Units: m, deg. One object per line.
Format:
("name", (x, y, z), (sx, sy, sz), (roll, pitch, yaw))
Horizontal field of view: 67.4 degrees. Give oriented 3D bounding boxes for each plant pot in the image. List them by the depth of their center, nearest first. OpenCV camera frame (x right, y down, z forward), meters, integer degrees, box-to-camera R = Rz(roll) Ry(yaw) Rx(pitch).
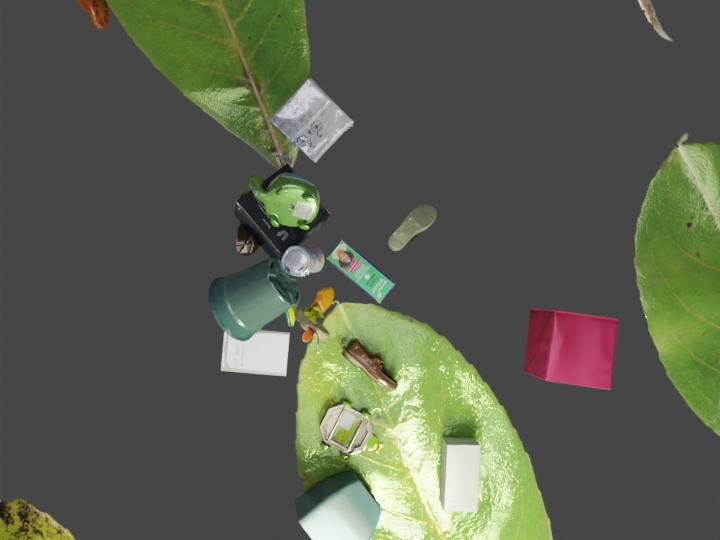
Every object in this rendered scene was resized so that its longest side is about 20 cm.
("plant pot", (-0.290, 0.070, 1.533), (0.195, 0.200, 0.202), (-26, 90, 20))
("plant pot", (-0.053, 0.705, 1.577), (0.199, 0.196, 0.196), (-39, 91, -12))

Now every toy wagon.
("toy wagon", (-0.024, 0.497, 1.649), (0.199, 0.040, 0.156), (28, 89, -3))

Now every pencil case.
("pencil case", (-0.162, -0.030, 1.570), (0.090, 0.200, 0.084), (35, 97, 4))

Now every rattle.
("rattle", (-0.114, 0.135, 1.568), (0.142, 0.200, 0.131), (-34, 91, -2))

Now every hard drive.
("hard drive", (-0.319, 0.246, 1.646), (0.197, 0.027, 0.134), (5, 89, -2))

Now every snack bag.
("snack bag", (-0.149, -0.458, 1.663), (0.200, 0.021, 0.189), (44, 87, -1))

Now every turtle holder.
("turtle holder", (-0.204, -0.198, 1.475), (0.183, 0.133, 0.142), (-7, 132, 1))

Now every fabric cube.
("fabric cube", (0.615, 0.225, 1.600), (0.194, 0.200, 0.202), (7, 87, -2))

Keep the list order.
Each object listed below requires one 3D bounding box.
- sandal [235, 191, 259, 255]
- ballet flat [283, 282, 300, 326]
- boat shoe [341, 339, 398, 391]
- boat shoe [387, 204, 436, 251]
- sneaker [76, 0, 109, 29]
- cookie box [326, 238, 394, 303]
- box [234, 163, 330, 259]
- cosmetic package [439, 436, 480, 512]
("sandal", (-0.338, -0.139, 1.639), (0.079, 0.054, 0.203), (2, 74, -15))
("ballet flat", (-0.220, 0.066, 1.636), (0.066, 0.067, 0.202), (-20, 89, -16))
("boat shoe", (0.039, 0.288, 1.637), (0.199, 0.072, 0.068), (38, 90, 1))
("boat shoe", (0.154, -0.129, 1.654), (0.200, 0.062, 0.075), (-43, 86, -17))
("sneaker", (-0.819, -0.816, 1.626), (0.077, 0.073, 0.202), (-23, 86, 20))
("cookie box", (0.000, 0.000, 1.590), (0.199, 0.171, 0.075), (39, 91, -1))
("box", (-0.232, -0.165, 1.584), (0.200, 0.117, 0.197), (-41, 91, -21))
("cosmetic package", (0.301, 0.616, 1.638), (0.106, 0.085, 0.203), (4, 89, -3))
